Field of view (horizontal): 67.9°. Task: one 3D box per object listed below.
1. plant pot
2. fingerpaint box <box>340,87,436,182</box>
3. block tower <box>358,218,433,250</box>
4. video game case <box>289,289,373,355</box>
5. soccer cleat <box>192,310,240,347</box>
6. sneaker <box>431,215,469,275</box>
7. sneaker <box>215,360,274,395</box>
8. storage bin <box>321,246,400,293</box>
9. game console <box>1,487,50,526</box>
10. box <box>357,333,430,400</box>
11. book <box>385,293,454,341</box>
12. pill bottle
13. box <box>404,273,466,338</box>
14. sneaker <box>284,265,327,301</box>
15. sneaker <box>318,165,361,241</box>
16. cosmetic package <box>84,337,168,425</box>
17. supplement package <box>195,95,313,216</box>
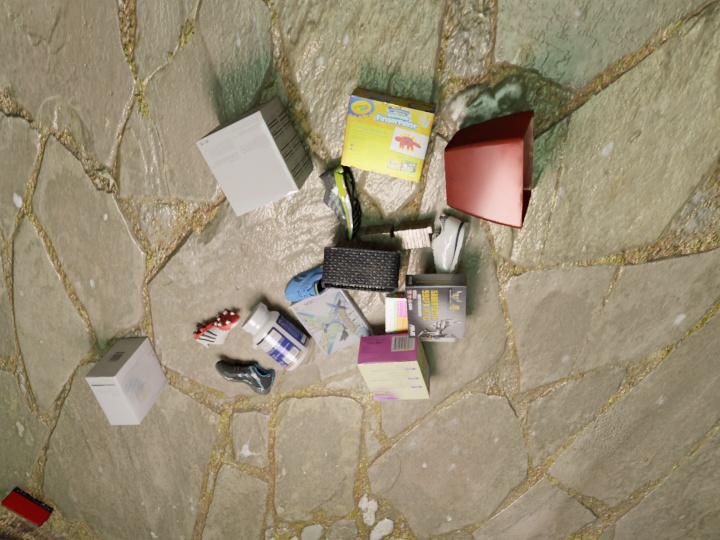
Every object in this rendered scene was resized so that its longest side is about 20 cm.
[{"bbox_3d":[0.287,-0.228,1.197,0.173,0.201,0.203,4,121,22],"label":"plant pot"},{"bbox_3d":[0.064,-0.318,1.256,0.196,0.074,0.170,13,123,5],"label":"fingerpaint box"},{"bbox_3d":[0.094,-0.089,1.394,0.196,0.054,0.059,-7,119,17],"label":"block tower"},{"bbox_3d":[-0.086,0.145,1.589,0.180,0.022,0.201,-26,111,25],"label":"video game case"},{"bbox_3d":[-0.437,0.188,1.672,0.197,0.069,0.086,-23,122,27],"label":"soccer cleat"},{"bbox_3d":[0.222,-0.046,1.389,0.079,0.076,0.204,19,119,16],"label":"sneaker"},{"bbox_3d":[-0.374,0.328,1.743,0.197,0.073,0.083,24,106,-9],"label":"sneaker"},{"bbox_3d":[0.000,0.000,1.389,0.195,0.135,0.096,4,82,-2],"label":"storage bin"},{"bbox_3d":[-1.506,1.084,2.398,0.199,0.119,0.173,37,121,-9],"label":"game console"},{"bbox_3d":[0.102,0.282,1.551,0.172,0.098,0.202,-6,135,16],"label":"box"},{"bbox_3d":[0.170,0.133,1.512,0.195,0.048,0.136,3,118,10],"label":"book"},{"bbox_3d":[-0.252,0.195,1.601,0.200,0.116,0.115,42,120,-13],"label":"pill bottle"},{"bbox_3d":[0.199,0.097,1.412,0.155,0.049,0.203,0,134,8],"label":"box"},{"bbox_3d":[-0.146,0.046,1.514,0.198,0.079,0.066,-25,114,26],"label":"sneaker"},{"bbox_3d":[-0.051,-0.172,1.377,0.079,0.074,0.204,-1,114,24],"label":"sneaker"},{"bbox_3d":[-0.761,0.363,1.762,0.120,0.200,0.204,-4,120,15],"label":"cosmetic package"},{"bbox_3d":[-0.251,-0.278,1.306,0.188,0.148,0.203,-17,115,21],"label":"supplement package"}]
